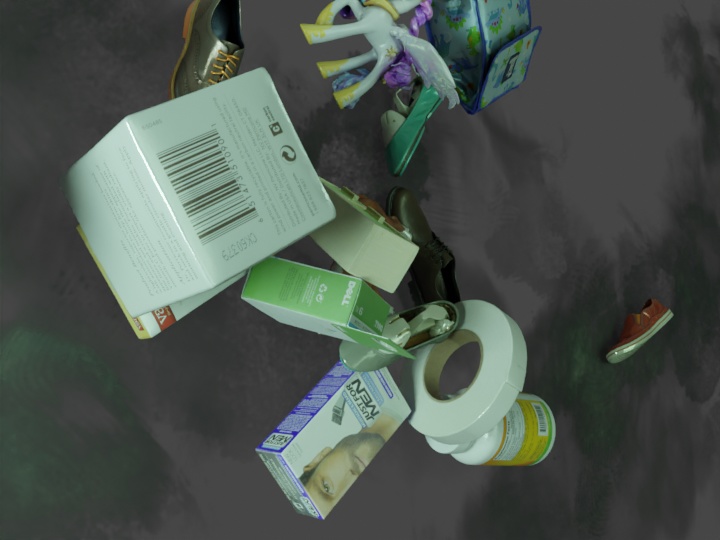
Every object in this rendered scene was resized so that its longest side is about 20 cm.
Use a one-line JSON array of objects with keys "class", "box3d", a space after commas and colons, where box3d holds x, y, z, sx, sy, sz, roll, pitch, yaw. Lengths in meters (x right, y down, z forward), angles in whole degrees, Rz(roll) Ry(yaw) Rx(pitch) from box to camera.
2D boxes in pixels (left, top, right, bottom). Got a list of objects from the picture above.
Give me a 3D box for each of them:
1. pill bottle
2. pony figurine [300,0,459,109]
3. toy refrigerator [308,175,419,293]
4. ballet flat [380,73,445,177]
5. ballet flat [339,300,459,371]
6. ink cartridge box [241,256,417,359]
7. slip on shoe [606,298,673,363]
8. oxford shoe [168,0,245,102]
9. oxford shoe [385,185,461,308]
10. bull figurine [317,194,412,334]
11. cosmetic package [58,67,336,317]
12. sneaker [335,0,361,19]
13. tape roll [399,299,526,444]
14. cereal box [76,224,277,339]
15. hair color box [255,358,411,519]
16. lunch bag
[{"class": "pill bottle", "box3d": [0.191, 0.233, 1.174, 0.199, 0.110, 0.113, 13, 77, -39]}, {"class": "pony figurine", "box3d": [0.040, -0.304, 1.061, 0.198, 0.167, 0.194, -28, 120, 0]}, {"class": "toy refrigerator", "box3d": [-0.016, -0.055, 0.963, 0.075, 0.200, 0.070, 25, 100, -35]}, {"class": "ballet flat", "box3d": [0.068, -0.225, 1.161, 0.070, 0.067, 0.201, 32, 62, -7]}, {"class": "ballet flat", "box3d": [0.055, 0.077, 1.034, 0.199, 0.064, 0.068, -15, 65, -43]}, {"class": "ink cartridge box", "box3d": [-0.029, 0.042, 0.927, 0.104, 0.198, 0.060, 43, 64, -60]}, {"class": "slip on shoe", "box3d": [0.534, 0.118, 1.529, 0.199, 0.074, 0.061, -33, 71, -33]}, {"class": "oxford shoe", "box3d": [-0.178, -0.238, 0.929, 0.071, 0.072, 0.203, 9, 80, -41]}, {"class": "oxford shoe", "box3d": [0.099, -0.033, 1.144, 0.072, 0.084, 0.202, -34, 106, -37]}, {"class": "bull figurine", "box3d": [0.000, 0.000, 1.065, 0.121, 0.065, 0.202, 30, 70, -41]}, {"class": "cosmetic package", "box3d": [-0.166, -0.072, 0.785, 0.164, 0.199, 0.166, -33, 101, -37]}, {"class": "sneaker", "box3d": [-0.030, -0.437, 1.085, 0.088, 0.080, 0.201, -39, 112, -29]}, {"class": "tape roll", "box3d": [0.137, 0.137, 1.078, 0.037, 0.202, 0.205, 33, 64, -33]}, {"class": "cereal box", "box3d": [-0.204, -0.034, 0.904, 0.200, 0.039, 0.145, -38, 108, -37]}, {"class": "hair color box", "box3d": [-0.030, 0.206, 1.015, 0.200, 0.064, 0.110, -44, 113, -34]}, {"class": "lunch bag", "box3d": [0.200, -0.371, 1.253, 0.170, 0.126, 0.202, -37, 122, -40]}]
